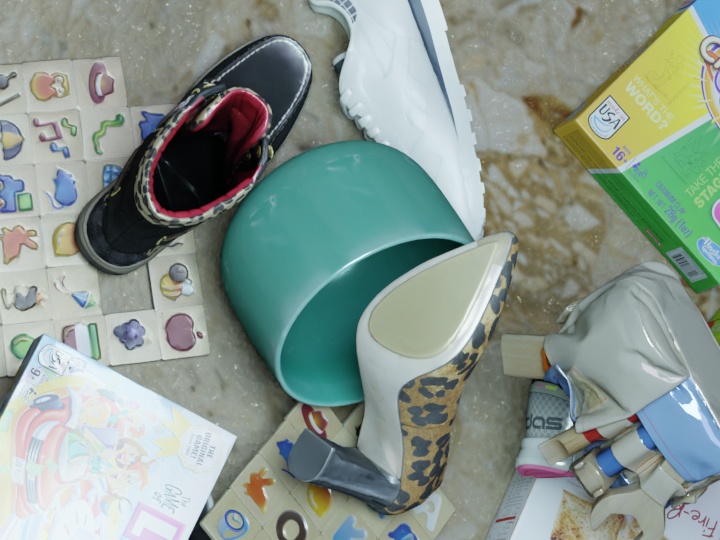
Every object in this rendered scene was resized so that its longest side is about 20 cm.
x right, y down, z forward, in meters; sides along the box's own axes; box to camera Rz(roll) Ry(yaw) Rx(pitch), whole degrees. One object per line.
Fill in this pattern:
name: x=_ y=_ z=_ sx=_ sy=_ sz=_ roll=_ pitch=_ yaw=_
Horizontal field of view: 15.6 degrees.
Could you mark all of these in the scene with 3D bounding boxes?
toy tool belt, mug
toy tool belt: x=0.175 y=0.104 z=1.598 sx=0.200 sy=0.123 sz=0.125 roll=61 pitch=29 yaw=3
mug: x=-0.010 y=0.002 z=1.660 sx=0.152 sy=0.185 sz=0.114 roll=-27 pitch=57 yaw=-11

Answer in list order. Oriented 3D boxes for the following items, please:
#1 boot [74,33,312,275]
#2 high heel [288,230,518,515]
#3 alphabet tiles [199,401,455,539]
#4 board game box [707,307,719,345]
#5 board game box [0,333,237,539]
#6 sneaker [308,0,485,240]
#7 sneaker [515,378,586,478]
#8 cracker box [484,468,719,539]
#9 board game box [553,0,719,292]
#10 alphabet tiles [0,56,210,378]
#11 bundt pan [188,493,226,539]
boot: x=-0.086 y=-0.084 z=1.629 sx=0.200 sy=0.151 sz=0.073 roll=-43 pitch=96 yaw=-19
high heel: x=0.052 y=0.064 z=1.624 sx=0.200 sy=0.143 sz=0.071 roll=-50 pitch=58 yaw=10
alphabet tiles: x=-0.016 y=0.177 z=1.648 sx=0.167 sy=0.006 sz=0.200 roll=53 pitch=49 yaw=-15
board game box: x=0.318 y=-0.013 z=1.784 sx=0.048 sy=0.102 sz=0.200 roll=42 pitch=71 yaw=-6
board game box: x=-0.176 y=0.157 z=1.550 sx=0.134 sy=0.034 sz=0.200 roll=29 pitch=74 yaw=-12
sneaker: x=0.029 y=-0.103 z=1.728 sx=0.080 sy=0.076 sz=0.200 roll=-16 pitch=82 yaw=-8
sneaker: x=0.195 y=0.086 z=1.681 sx=0.199 sy=0.074 sz=0.088 roll=-2 pitch=86 yaw=-12
cracker box: x=0.163 y=0.169 z=1.727 sx=0.134 sy=0.058 sz=0.200 roll=28 pitch=74 yaw=-11
board game box: x=0.253 y=-0.108 z=1.810 sx=0.153 sy=0.040 sz=0.200 roll=47 pitch=71 yaw=-6
alphabet tiles: x=-0.189 y=-0.036 z=1.672 sx=0.167 sy=0.008 sz=0.200 roll=-6 pitch=83 yaw=-19
bundt pan: x=-0.186 y=0.184 z=1.600 sx=0.201 sy=0.076 sz=0.202 roll=3 pitch=80 yaw=-18
